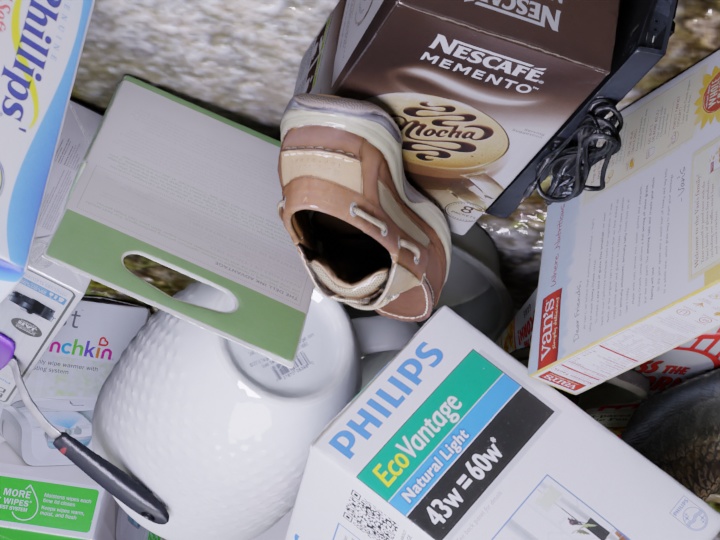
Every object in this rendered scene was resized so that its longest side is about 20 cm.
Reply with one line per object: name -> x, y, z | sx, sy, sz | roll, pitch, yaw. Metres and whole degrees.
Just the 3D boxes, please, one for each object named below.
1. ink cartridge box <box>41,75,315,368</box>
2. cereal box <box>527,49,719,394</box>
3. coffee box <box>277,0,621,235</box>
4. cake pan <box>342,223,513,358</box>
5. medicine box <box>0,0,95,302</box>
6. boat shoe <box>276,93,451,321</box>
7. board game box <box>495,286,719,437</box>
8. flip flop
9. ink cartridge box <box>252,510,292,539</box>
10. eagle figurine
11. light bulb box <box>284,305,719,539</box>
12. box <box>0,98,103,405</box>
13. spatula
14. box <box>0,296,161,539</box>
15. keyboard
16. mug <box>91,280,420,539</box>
ink cartridge box -> -0.091, -0.018, 1.219 | 0.145, 0.200, 0.048 | 24, 125, -6
cereal box -> 0.163, -0.030, 1.175 | 0.039, 0.145, 0.200 | 21, 153, -23
coffee box -> 0.043, -0.105, 1.141 | 0.112, 0.080, 0.200 | 17, 153, -12
cake pan -> 0.000, 0.000, 1.411 | 0.199, 0.037, 0.201 | 8, 153, 4
medicine box -> -0.235, -0.062, 1.213 | 0.103, 0.183, 0.200 | 20, 152, -19
boat shoe -> -0.003, -0.016, 1.164 | 0.075, 0.072, 0.200 | 3, 154, 21
board game box -> 0.163, 0.057, 1.416 | 0.151, 0.047, 0.200 | 0, 156, -14
flip flop -> 0.091, 0.091, 1.349 | 0.199, 0.058, 0.081 | -19, 148, 38
ink cartridge box -> -0.043, 0.194, 1.687 | 0.199, 0.085, 0.145 | -10, 155, -10
eagle figurine -> 0.204, 0.133, 1.412 | 0.151, 0.200, 0.151 | 17, 142, 49
light bulb box -> 0.071, 0.162, 1.271 | 0.200, 0.125, 0.199 | 38, 150, 13
box -> -0.200, -0.008, 1.376 | 0.060, 0.117, 0.200 | 26, 152, -10
spatula -> -0.192, 0.087, 1.364 | 0.200, 0.021, 0.057 | 44, 148, -2
box -> -0.199, 0.140, 1.604 | 0.096, 0.177, 0.200 | 8, 153, 9
keyboard -> 0.120, -0.077, 1.137 | 0.039, 0.104, 0.200 | 25, 152, -8
mug -> -0.052, 0.070, 1.393 | 0.199, 0.148, 0.175 | -12, 160, -27
